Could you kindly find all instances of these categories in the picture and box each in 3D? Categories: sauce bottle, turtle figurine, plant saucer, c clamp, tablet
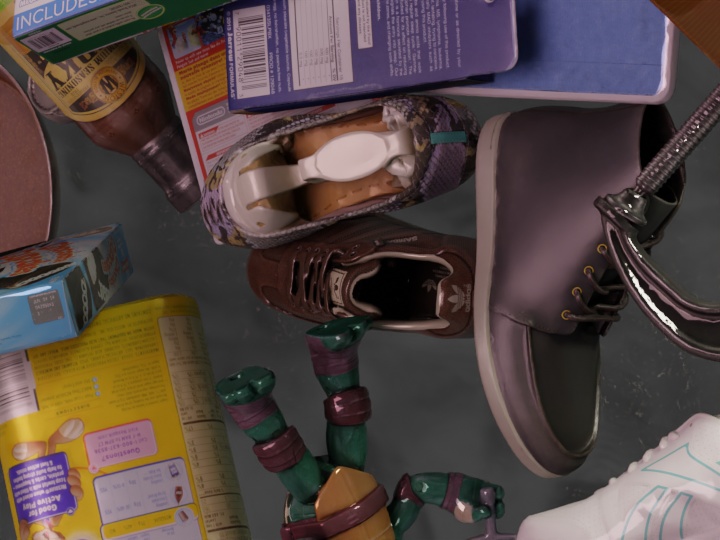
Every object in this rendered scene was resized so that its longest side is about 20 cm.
[{"bbox_3d":[-0.160,-0.121,1.491,0.200,0.065,0.065,46,122,-9],"label":"sauce bottle"},{"bbox_3d":[-0.003,0.135,1.362,0.100,0.149,0.201,-13,105,44],"label":"turtle figurine"},{"bbox_3d":[-0.266,-0.049,1.640,0.199,0.034,0.202,2,93,38],"label":"plant saucer"},{"bbox_3d":[0.194,-0.063,1.252,0.170,0.027,0.201,37,93,13],"label":"c clamp"},{"bbox_3d":[0.088,-0.159,1.331,0.199,0.014,0.131,6,93,37],"label":"tablet"}]

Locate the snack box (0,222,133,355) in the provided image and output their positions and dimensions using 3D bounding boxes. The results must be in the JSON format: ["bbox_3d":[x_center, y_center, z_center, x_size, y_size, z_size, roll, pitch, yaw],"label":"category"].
[{"bbox_3d":[-0.209,0.016,1.475,0.115,0.200,0.037,-13,99,6],"label":"snack box"}]

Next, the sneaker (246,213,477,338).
[{"bbox_3d":[0.000,0.000,1.406,0.199,0.075,0.071,3,93,38],"label":"sneaker"}]

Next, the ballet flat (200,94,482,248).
[{"bbox_3d":[-0.027,-0.057,1.382,0.199,0.072,0.073,-15,82,35],"label":"ballet flat"}]

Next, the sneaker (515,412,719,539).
[{"bbox_3d":[0.172,0.119,1.289,0.199,0.070,0.081,-11,75,32],"label":"sneaker"}]

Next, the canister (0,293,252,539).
[{"bbox_3d":[-0.143,0.128,1.488,0.147,0.087,0.202,-13,77,-2],"label":"canister"}]

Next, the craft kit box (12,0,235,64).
[{"bbox_3d":[-0.107,-0.237,1.414,0.199,0.048,0.199,-15,63,30],"label":"craft kit box"}]

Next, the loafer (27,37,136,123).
[{"bbox_3d":[-0.168,-0.185,1.536,0.070,0.070,0.201,35,111,32],"label":"loafer"}]

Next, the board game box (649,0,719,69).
[{"bbox_3d":[0.166,-0.249,1.161,0.200,0.200,0.200,-41,67,12],"label":"board game box"}]

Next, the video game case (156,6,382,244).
[{"bbox_3d":[-0.055,-0.131,1.446,0.142,0.017,0.202,-20,83,35],"label":"video game case"}]

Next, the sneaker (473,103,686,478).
[{"bbox_3d":[0.121,0.008,1.313,0.106,0.075,0.202,-9,85,37],"label":"sneaker"}]

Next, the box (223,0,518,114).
[{"bbox_3d":[0.008,-0.157,1.364,0.199,0.032,0.122,-5,87,37],"label":"box"}]
